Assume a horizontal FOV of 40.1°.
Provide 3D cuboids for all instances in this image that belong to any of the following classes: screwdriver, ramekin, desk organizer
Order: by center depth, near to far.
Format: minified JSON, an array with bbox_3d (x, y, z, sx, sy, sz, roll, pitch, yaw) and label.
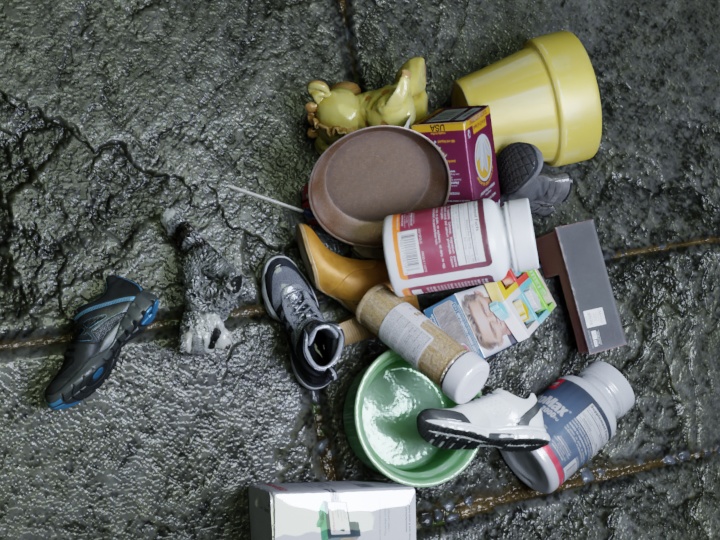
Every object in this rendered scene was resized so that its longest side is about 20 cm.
[{"bbox_3d":[-0.095,-0.093,1.404,0.199,0.028,0.029,23,108,-17],"label":"screwdriver"},{"bbox_3d":[0.071,0.208,1.420,0.198,0.098,0.202,4,79,-19],"label":"ramekin"},{"bbox_3d":[0.345,0.030,1.557,0.071,0.077,0.202,-12,84,-20],"label":"desk organizer"}]

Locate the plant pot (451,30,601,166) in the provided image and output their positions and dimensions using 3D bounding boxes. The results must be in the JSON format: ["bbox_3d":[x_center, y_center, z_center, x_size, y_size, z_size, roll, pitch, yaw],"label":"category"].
[{"bbox_3d":[0.247,-0.249,1.522,0.187,0.201,0.203,-14,85,-6],"label":"plant pot"}]

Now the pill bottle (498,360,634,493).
[{"bbox_3d":[0.313,0.230,1.489,0.199,0.119,0.120,-36,93,-22],"label":"pill bottle"}]

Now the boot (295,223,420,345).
[{"bbox_3d":[0.000,0.001,1.439,0.143,0.071,0.203,-24,101,-10],"label":"boot"}]

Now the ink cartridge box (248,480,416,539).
[{"bbox_3d":[-0.042,0.332,1.334,0.198,0.146,0.085,1,82,-18],"label":"ink cartridge box"}]

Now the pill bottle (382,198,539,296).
[{"bbox_3d":[0.137,-0.035,1.340,0.198,0.114,0.115,-9,82,11],"label":"pill bottle"}]

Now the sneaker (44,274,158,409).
[{"bbox_3d":[-0.358,0.096,1.317,0.082,0.073,0.200,34,65,7],"label":"sneaker"}]

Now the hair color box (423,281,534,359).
[{"bbox_3d":[0.177,0.076,1.438,0.200,0.060,0.101,-14,76,-59],"label":"hair color box"}]

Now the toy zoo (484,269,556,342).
[{"bbox_3d":[0.233,0.027,1.485,0.132,0.020,0.200,62,29,0],"label":"toy zoo"}]

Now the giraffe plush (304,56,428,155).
[{"bbox_3d":[0.006,-0.226,1.456,0.161,0.200,0.174,4,104,14],"label":"giraffe plush"}]

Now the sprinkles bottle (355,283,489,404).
[{"bbox_3d":[0.081,0.097,1.341,0.068,0.069,0.200,-40,57,-20],"label":"sprinkles bottle"}]

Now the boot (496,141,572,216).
[{"bbox_3d":[0.267,-0.139,1.500,0.130,0.200,0.070,-4,74,-16],"label":"boot"}]

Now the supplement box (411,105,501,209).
[{"bbox_3d":[0.144,-0.128,1.435,0.110,0.085,0.202,-39,124,-55],"label":"supplement box"}]

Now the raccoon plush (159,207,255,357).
[{"bbox_3d":[-0.241,0.028,1.374,0.134,0.097,0.200,-45,67,-7],"label":"raccoon plush"}]

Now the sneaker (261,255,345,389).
[{"bbox_3d":[-0.075,0.067,1.386,0.075,0.114,0.202,-20,87,-21],"label":"sneaker"}]

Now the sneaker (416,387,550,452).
[{"bbox_3d":[0.167,0.205,1.373,0.198,0.074,0.081,8,61,-22],"label":"sneaker"}]

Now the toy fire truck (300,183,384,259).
[{"bbox_3d":[0.014,-0.070,1.477,0.198,0.049,0.142,-7,85,-18],"label":"toy fire truck"}]

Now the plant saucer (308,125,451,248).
[{"bbox_3d":[0.025,-0.121,1.368,0.199,0.201,0.037,11,35,-17],"label":"plant saucer"}]
